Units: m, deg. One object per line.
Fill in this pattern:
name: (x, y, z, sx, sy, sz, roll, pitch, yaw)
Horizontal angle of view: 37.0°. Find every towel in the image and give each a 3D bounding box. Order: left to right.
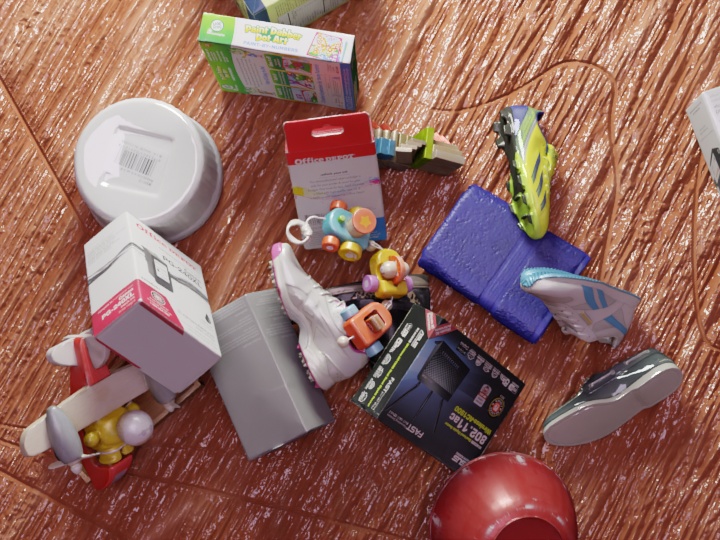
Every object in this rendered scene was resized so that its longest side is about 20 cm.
towel: (0.194, -0.010, 1.469, 0.200, 0.050, 0.148, 34, 77, 7)

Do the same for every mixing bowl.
mixing bowl: (0.195, 0.341, 1.356, 0.200, 0.108, 0.200, -1, 96, -9)

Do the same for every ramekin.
ramekin: (-0.295, -0.139, 1.476, 0.200, 0.098, 0.201, 0, 81, 2)

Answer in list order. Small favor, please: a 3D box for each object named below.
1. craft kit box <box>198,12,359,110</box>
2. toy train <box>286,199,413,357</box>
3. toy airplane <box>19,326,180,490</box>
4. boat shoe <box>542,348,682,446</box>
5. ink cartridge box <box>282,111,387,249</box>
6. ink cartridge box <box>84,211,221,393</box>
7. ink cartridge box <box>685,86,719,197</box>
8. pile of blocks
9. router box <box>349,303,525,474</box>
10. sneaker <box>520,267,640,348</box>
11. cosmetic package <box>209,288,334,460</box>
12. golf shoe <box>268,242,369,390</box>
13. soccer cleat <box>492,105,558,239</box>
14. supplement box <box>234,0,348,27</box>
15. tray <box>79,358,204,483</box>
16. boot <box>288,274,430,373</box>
craft kit box: (-0.103, -0.275, 1.439, 0.197, 0.200, 0.049, 7, 82, 2)
toy train: (0.000, 0.000, 1.364, 0.150, 0.056, 0.200, -31, 89, -40)
toy airplane: (-0.315, 0.168, 1.342, 0.141, 0.199, 0.200, 19, 73, 29)
boat shoe: (0.329, 0.169, 1.439, 0.200, 0.073, 0.062, -29, 38, 4)
ink cartridge box: (-0.034, -0.131, 1.419, 0.116, 0.200, 0.067, -7, 38, 2)
ink cartridge box: (-0.268, 0.037, 1.374, 0.083, 0.145, 0.200, -39, 38, 13)
ink cartridge box: (0.554, -0.161, 1.457, 0.145, 0.084, 0.200, -18, 81, -1)
pile of blocks: (0.045, -0.179, 1.479, 0.200, 0.082, 0.062, 5, 75, 2)
router box: (0.103, 0.157, 1.379, 0.200, 0.062, 0.150, 38, 83, -37)
sneaker: (0.284, 0.047, 1.400, 0.200, 0.076, 0.081, 18, 92, -33)
cosmetic package: (-0.129, 0.136, 1.420, 0.107, 0.090, 0.200, -27, 84, 25)
golf shoe: (-0.053, 0.051, 1.390, 0.091, 0.075, 0.200, -21, 97, 5)
soccer cleat: (0.238, -0.138, 1.459, 0.084, 0.065, 0.200, -2, 66, -14)
supplement box: (-0.106, -0.458, 1.498, 0.200, 0.134, 0.200, -31, 82, -3)
tray: (-0.321, 0.184, 1.460, 0.200, 0.037, 0.099, -41, 83, -3)
boot: (0.008, 0.092, 1.447, 0.200, 0.073, 0.151, -10, 81, -5)
